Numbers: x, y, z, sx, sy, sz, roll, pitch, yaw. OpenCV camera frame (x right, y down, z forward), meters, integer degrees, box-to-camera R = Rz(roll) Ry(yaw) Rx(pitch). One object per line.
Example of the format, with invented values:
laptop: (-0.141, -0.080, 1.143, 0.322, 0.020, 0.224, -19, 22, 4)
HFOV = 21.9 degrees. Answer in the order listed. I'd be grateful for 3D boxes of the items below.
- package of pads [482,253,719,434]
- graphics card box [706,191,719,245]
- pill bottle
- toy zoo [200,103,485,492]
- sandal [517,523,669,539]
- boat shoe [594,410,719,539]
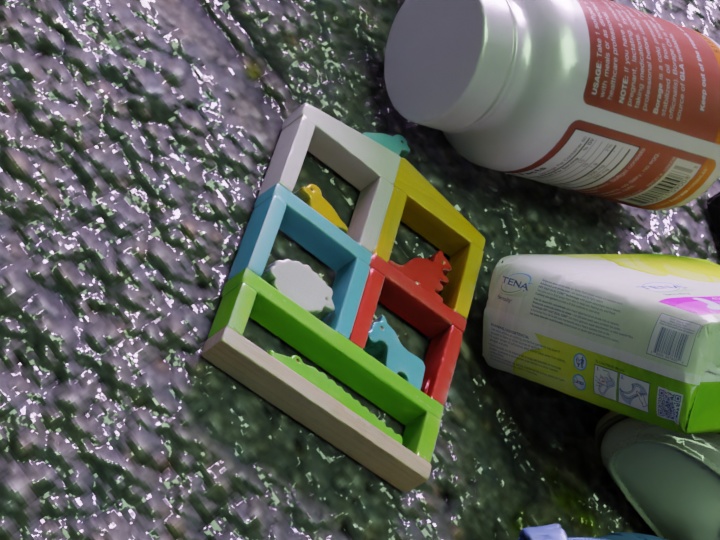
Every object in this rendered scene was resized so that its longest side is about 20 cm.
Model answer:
package of pads: (0.182, 0.036, 1.012, 0.200, 0.154, 0.068, 1, 101, -43)
graphics card box: (0.324, 0.008, 1.235, 0.200, 0.051, 0.126, 7, 60, -41)
pill bottle: (0.115, -0.105, 1.069, 0.200, 0.112, 0.112, 12, 56, -38)
toy zoo: (0.000, 0.000, 0.961, 0.131, 0.020, 0.200, 36, 45, -20)
sandal: (0.117, 0.162, 0.916, 0.200, 0.087, 0.080, 2, 61, -44)
boat shoe: (0.207, 0.146, 1.017, 0.200, 0.075, 0.068, 37, 39, -21)
